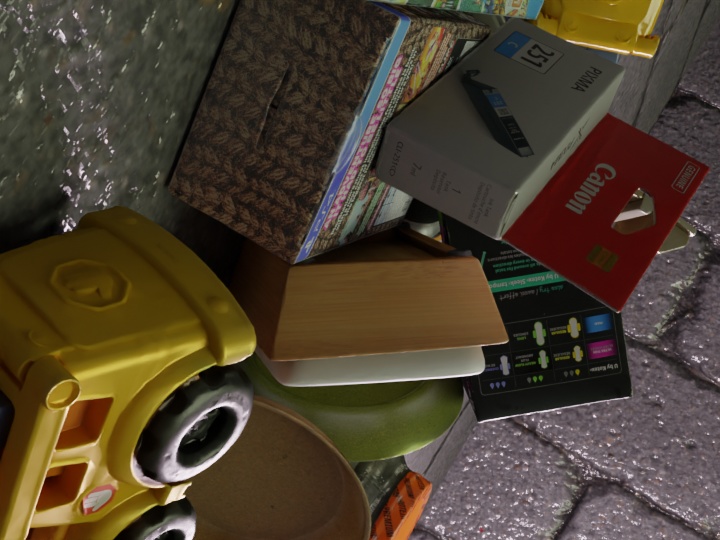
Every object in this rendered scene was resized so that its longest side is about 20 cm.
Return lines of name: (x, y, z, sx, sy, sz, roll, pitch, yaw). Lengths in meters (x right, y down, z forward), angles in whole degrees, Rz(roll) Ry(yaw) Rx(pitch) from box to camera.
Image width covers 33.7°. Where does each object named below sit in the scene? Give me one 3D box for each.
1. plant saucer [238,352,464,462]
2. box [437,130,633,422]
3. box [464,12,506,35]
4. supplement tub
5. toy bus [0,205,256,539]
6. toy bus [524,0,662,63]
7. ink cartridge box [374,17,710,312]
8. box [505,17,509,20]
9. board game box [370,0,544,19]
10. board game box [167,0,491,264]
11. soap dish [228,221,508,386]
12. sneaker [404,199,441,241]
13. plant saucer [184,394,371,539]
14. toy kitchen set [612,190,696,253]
plant saucer: (-0.015, 0.075, 0.937, 0.200, 0.199, 0.031, -41, 144, -52)
box: (0.128, -0.002, 0.931, 0.149, 0.123, 0.201, -84, 164, -82)
box: (0.100, -0.179, 1.004, 0.068, 0.083, 0.200, -24, 177, 12)
supplement tub: (-0.050, 0.162, 0.967, 0.123, 0.199, 0.123, -53, 163, -24)
toy bus: (-0.171, 0.086, 0.587, 0.191, 0.136, 0.201, -16, 138, -52)
toy bus: (0.195, -0.234, 1.014, 0.200, 0.135, 0.193, -86, -175, -75)
ink cartridge box: (0.132, -0.080, 0.780, 0.200, 0.176, 0.045, -46, 160, -46)
box: (0.187, -0.292, 1.215, 0.201, 0.046, 0.159, -56, 165, -16)
board game box: (0.047, -0.230, 0.676, 0.199, 0.064, 0.148, -6, 127, -44)
board game box: (-0.013, -0.109, 0.781, 0.160, 0.096, 0.200, -65, 165, 17)
soap dish: (-0.004, 0.017, 0.830, 0.200, 0.156, 0.082, -148, -123, -73)
sneaker: (0.073, -0.107, 1.138, 0.077, 0.078, 0.201, 101, 13, -53)
plant saucer: (-0.085, 0.153, 0.863, 0.036, 0.199, 0.201, -68, 177, -51)
toy kitchen set: (0.189, -0.001, 1.086, 0.181, 0.163, 0.200, -63, -162, -17)
